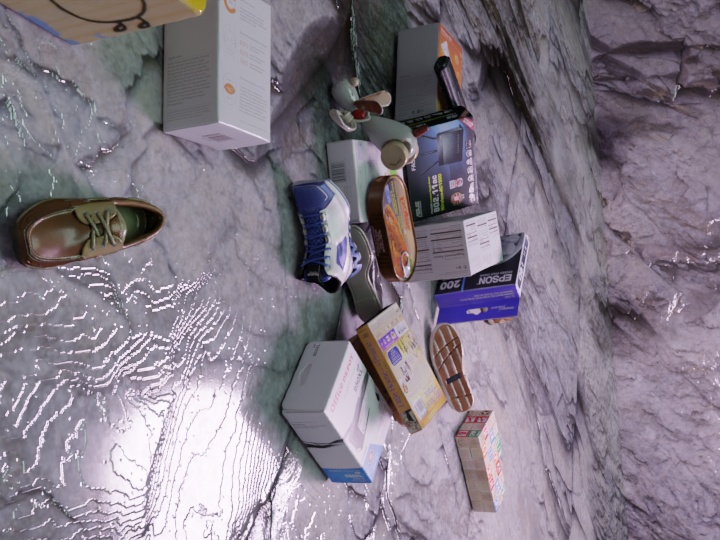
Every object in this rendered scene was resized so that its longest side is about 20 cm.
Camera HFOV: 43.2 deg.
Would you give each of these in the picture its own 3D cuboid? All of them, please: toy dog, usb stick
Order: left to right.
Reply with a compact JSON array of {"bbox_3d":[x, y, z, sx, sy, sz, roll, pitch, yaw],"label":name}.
[{"bbox_3d":[0.044,-0.270,1.613,0.199,0.096,0.132,39,26,-23],"label":"toy dog"},{"bbox_3d":[0.191,-0.334,1.820,0.056,0.032,0.201,-72,145,-47],"label":"usb stick"}]

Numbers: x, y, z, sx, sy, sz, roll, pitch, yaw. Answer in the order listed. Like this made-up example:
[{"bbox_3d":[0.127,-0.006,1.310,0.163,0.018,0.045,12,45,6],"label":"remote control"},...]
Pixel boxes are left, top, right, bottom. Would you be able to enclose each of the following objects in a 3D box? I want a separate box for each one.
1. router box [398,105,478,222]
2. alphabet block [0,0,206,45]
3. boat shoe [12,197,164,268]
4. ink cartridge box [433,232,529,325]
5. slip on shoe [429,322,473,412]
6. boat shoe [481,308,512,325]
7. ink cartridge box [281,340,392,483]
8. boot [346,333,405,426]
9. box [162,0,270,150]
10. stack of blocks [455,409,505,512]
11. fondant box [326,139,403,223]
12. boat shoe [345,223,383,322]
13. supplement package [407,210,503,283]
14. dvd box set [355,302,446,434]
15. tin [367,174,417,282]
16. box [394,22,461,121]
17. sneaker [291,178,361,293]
[{"bbox_3d":[0.151,-0.210,1.803,0.062,0.148,0.202,-124,-159,-56],"label":"router box"},{"bbox_3d":[-0.292,-0.384,0.976,0.195,0.198,0.199,22,67,-59],"label":"alphabet block"},{"bbox_3d":[-0.300,-0.051,1.029,0.200,0.073,0.077,-27,110,-60],"label":"boat shoe"},{"bbox_3d":[0.257,0.019,1.956,0.043,0.196,0.202,50,43,-39],"label":"ink cartridge box"},{"bbox_3d":[0.193,0.206,1.958,0.061,0.075,0.202,-145,-146,-75],"label":"slip on shoe"},{"bbox_3d":[0.324,0.041,2.207,0.076,0.073,0.202,-59,137,-47],"label":"boat shoe"},{"bbox_3d":[-0.034,0.233,1.495,0.201,0.083,0.146,60,36,-38],"label":"ink cartridge box"},{"bbox_3d":[0.041,0.194,1.598,0.156,0.076,0.200,64,6,26],"label":"boot"},{"bbox_3d":[-0.196,-0.281,1.251,0.124,0.096,0.203,12,76,-61],"label":"box"},{"bbox_3d":[0.282,0.436,2.086,0.115,0.058,0.202,-43,124,-56],"label":"stack of blocks"},{"bbox_3d":[0.015,-0.161,1.673,0.199,0.058,0.146,-8,93,-61],"label":"fondant box"},{"bbox_3d":[0.000,0.000,1.625,0.057,0.066,0.202,-84,162,-61],"label":"boat shoe"},{"bbox_3d":[0.184,-0.050,1.870,0.199,0.154,0.112,-18,99,-61],"label":"supplement package"},{"bbox_3d":[0.073,0.165,1.571,0.202,0.029,0.146,62,26,-2],"label":"dvd box set"},{"bbox_3d":[0.059,-0.075,1.649,0.112,0.041,0.202,-40,125,-51],"label":"tin"},{"bbox_3d":[0.143,-0.387,1.888,0.124,0.096,0.203,25,64,-58],"label":"box"},{"bbox_3d":[-0.060,-0.043,1.489,0.116,0.080,0.201,-61,139,-49],"label":"sneaker"}]
